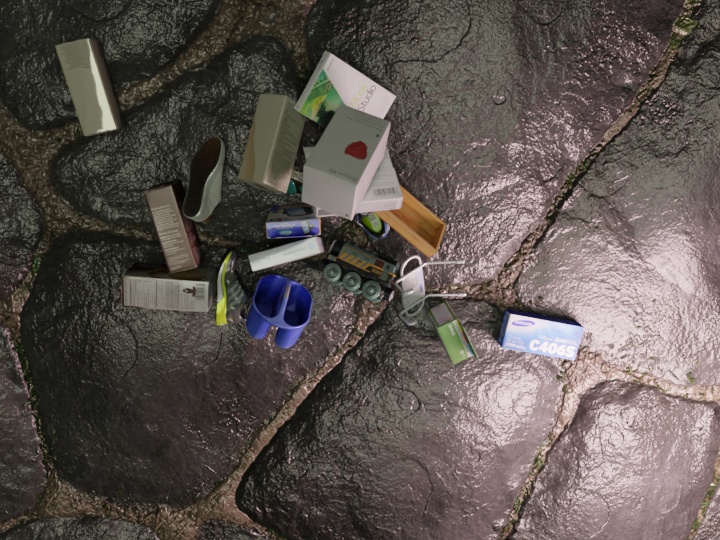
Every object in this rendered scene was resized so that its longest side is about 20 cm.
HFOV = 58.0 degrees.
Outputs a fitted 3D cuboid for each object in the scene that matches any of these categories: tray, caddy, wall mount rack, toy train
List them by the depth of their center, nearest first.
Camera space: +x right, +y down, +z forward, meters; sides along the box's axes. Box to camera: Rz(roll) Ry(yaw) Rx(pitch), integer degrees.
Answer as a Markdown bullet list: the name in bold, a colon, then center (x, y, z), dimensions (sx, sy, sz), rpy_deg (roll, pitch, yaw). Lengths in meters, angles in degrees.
- **tray**: center (0.110, -0.129, 1.536), dimensions (0.200, 0.099, 0.037), rpy_deg (37, 140, -17)
- **caddy**: center (-0.191, 0.087, 1.543), dimensions (0.141, 0.200, 0.105), rpy_deg (22, 119, -11)
- **toy train**: center (0.000, 0.000, 1.565), dimensions (0.200, 0.085, 0.114), rpy_deg (24, 85, 15)
- **wall mount rack**: center (0.167, 0.042, 1.577), dimensions (0.174, 0.075, 0.200), rpy_deg (-31, 138, -19)

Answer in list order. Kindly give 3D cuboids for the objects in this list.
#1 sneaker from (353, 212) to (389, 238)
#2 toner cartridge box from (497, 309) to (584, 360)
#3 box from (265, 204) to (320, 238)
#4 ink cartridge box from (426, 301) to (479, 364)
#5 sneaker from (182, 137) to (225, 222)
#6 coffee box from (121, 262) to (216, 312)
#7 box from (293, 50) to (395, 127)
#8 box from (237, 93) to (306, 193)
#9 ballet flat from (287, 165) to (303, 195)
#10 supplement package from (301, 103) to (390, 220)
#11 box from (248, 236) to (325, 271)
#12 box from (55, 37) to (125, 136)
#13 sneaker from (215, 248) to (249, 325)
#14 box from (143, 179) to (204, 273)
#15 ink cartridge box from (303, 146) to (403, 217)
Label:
- **sneaker**: center (0.005, -0.158, 1.536), dimensions (0.078, 0.089, 0.200), rpy_deg (-37, 102, 6)
- **toner cartridge box**: center (0.463, 0.166, 1.673), dimensions (0.200, 0.043, 0.095), rpy_deg (10, 103, -6)
- **box**: center (-0.151, -0.113, 1.482), dimensions (0.119, 0.200, 0.042), rpy_deg (-5, 106, -3)
- **ink cartridge box**: center (0.221, 0.157, 1.575), dimensions (0.059, 0.200, 0.104), rpy_deg (-25, 105, 2)
- **sneaker**: center (-0.357, -0.210, 1.523), dimensions (0.073, 0.085, 0.200), rpy_deg (16, 85, 19)
- **coffee box**: center (-0.454, 0.039, 1.552), dimensions (0.199, 0.114, 0.080), rpy_deg (4, 105, -3)
- **box**: center (-0.032, -0.378, 1.460), dimensions (0.200, 0.036, 0.145), rpy_deg (22, 104, -35)
- **box**: center (-0.195, -0.283, 1.452), dimensions (0.078, 0.095, 0.200), rpy_deg (12, 85, 29)
- **ballet flat**: center (-0.138, -0.210, 1.522), dimensions (0.200, 0.069, 0.070), rpy_deg (19, 104, 16)
- **supplement package**: center (-0.030, -0.231, 1.380), dimensions (0.121, 0.200, 0.120), rpy_deg (21, 148, 6)
- **box**: center (-0.164, -0.040, 1.500), dimensions (0.156, 0.200, 0.041), rpy_deg (-16, 91, 0)
- **box**: center (-0.598, -0.406, 1.447), dimensions (0.082, 0.068, 0.200), rpy_deg (-11, 106, 0)
- **sneaker**: center (-0.310, 0.041, 1.589), dimensions (0.081, 0.074, 0.200), rpy_deg (4, 112, -11)
- **box**: center (-0.434, -0.105, 1.521), dimensions (0.075, 0.100, 0.200), rpy_deg (-12, 105, 0)
- **ink cartridge box**: center (-0.021, -0.209, 1.464), dimensions (0.200, 0.174, 0.044), rpy_deg (-7, 147, -11)
